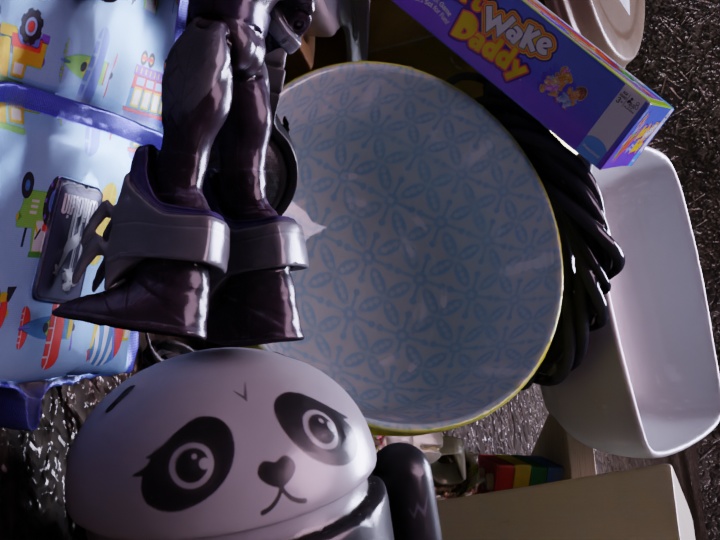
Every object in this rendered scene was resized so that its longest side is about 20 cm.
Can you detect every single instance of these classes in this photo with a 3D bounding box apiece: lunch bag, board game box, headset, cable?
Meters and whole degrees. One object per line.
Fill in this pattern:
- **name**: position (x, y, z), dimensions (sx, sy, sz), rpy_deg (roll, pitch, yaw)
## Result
- **lunch bag**: position (-0.128, -0.045, 0.504), dimensions (0.150, 0.093, 0.203), rpy_deg (5, 86, -74)
- **board game box**: position (0.084, -0.138, 0.815), dimensions (0.200, 0.045, 0.134), rpy_deg (41, 15, 10)
- **headset**: position (-0.057, -0.047, 0.644), dimensions (0.123, 0.093, 0.203), rpy_deg (-152, -104, -72)
- **cable**: position (0.089, -0.009, 0.859), dimensions (0.050, 0.163, 0.202), rpy_deg (-22, 137, -35)

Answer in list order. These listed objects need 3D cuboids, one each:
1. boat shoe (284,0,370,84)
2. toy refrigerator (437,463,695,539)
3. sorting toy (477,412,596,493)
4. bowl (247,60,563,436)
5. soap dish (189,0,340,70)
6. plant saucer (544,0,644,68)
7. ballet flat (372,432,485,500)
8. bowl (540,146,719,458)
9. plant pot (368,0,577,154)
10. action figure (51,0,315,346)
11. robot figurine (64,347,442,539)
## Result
- **boat shoe**: position (-0.032, -0.161, 0.875), dimensions (0.086, 0.073, 0.205), rpy_deg (64, 23, -80)
- **toy refrigerator**: position (0.102, 0.180, 0.864), dimensions (0.076, 0.197, 0.071), rpy_deg (58, 25, -49)
- **sorting toy**: position (0.116, 0.215, 1.006), dimensions (0.200, 0.069, 0.202), rpy_deg (99, -8, -57)
- **bowl**: position (0.000, 0.000, 0.776), dimensions (0.108, 0.198, 0.203), rpy_deg (145, -59, -61)
- **soap dish**: position (-0.076, -0.227, 0.768), dimensions (0.201, 0.080, 0.159), rpy_deg (59, 25, -46)
- **plant saucer**: position (0.162, -0.230, 0.996), dimensions (0.200, 0.029, 0.203), rpy_deg (29, 58, -59)
- **ballet flat**: position (0.030, 0.112, 0.912), dimensions (0.200, 0.063, 0.077), rpy_deg (40, 43, -63)
- **bowl**: position (0.167, 0.021, 0.940), dimensions (0.199, 0.074, 0.203), rpy_deg (-6, 85, -61)
- **plant pot**: position (0.068, -0.135, 1.008), dimensions (0.200, 0.192, 0.198), rpy_deg (-55, 131, -61)
- **action figure**: position (-0.051, -0.076, 0.507), dimensions (0.130, 0.069, 0.203), rpy_deg (18, 78, -64)
- **robot figurine**: position (-0.043, 0.131, 0.538), dimensions (0.150, 0.123, 0.203), rpy_deg (-34, 118, -68)
